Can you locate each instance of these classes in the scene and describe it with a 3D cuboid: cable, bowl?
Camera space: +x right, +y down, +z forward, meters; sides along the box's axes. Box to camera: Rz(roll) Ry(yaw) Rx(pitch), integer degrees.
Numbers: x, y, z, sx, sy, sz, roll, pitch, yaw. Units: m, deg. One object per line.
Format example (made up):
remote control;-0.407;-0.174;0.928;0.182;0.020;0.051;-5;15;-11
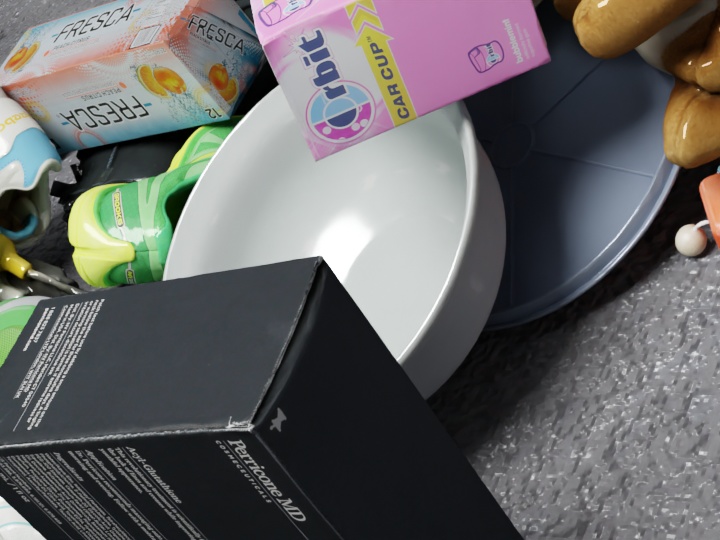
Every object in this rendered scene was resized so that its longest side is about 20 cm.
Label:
cable;-0.187;0.027;0.868;0.198;0.098;0.050;15;22;30
bowl;0.000;0.000;0.695;0.200;0.090;0.203;-22;53;33

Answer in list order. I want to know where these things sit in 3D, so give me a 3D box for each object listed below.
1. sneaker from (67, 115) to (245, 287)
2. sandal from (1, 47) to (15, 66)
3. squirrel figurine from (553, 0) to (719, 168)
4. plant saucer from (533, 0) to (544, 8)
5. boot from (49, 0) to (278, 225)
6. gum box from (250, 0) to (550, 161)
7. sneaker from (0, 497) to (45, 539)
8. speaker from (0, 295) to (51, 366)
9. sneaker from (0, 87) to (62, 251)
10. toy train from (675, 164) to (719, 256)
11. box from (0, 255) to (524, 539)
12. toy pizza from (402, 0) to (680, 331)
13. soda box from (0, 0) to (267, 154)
sneaker;-0.084;-0.037;0.820;0.083;0.075;0.200;4;25;27
sandal;-0.257;-0.102;1.082;0.057;0.080;0.202;16;65;29
squirrel figurine;0.163;-0.175;0.601;0.198;0.187;0.142;-24;48;9
plant saucer;0.057;-0.212;0.781;0.199;0.034;0.203;-9;75;35
boot;-0.110;-0.097;0.941;0.197;0.073;0.163;-16;37;37
gum box;0.006;-0.147;0.675;0.113;0.066;0.201;-22;35;5
sneaker;-0.170;0.146;0.708;0.071;0.080;0.200;-59;36;15
speaker;-0.147;0.074;0.765;0.089;0.089;0.199;-47;36;-16
sneaker;-0.260;-0.031;0.948;0.076;0.081;0.200;-40;-12;-44
toy train;0.212;-0.093;0.680;0.149;0.056;0.201;-19;39;22
box;-0.032;0.096;0.543;0.140;0.201;0.079;-6;44;34
toy pizza;0.088;-0.059;0.738;0.199;0.032;0.202;-22;53;33
soda box;-0.152;-0.128;0.899;0.199;0.068;0.064;-4;48;44
